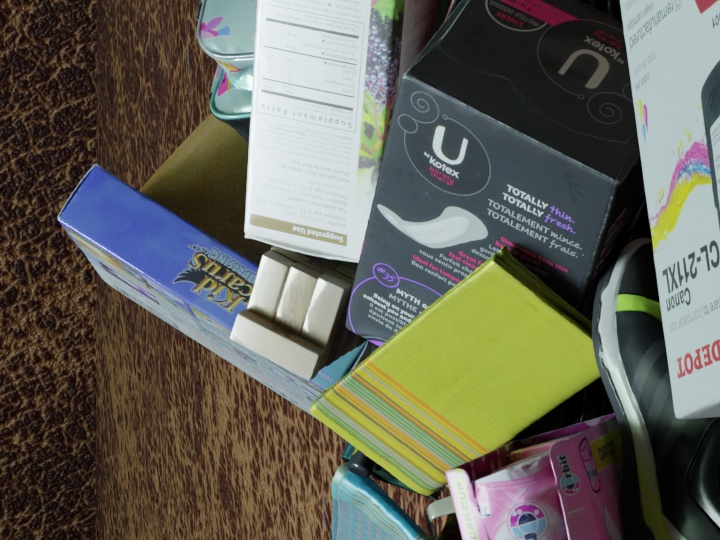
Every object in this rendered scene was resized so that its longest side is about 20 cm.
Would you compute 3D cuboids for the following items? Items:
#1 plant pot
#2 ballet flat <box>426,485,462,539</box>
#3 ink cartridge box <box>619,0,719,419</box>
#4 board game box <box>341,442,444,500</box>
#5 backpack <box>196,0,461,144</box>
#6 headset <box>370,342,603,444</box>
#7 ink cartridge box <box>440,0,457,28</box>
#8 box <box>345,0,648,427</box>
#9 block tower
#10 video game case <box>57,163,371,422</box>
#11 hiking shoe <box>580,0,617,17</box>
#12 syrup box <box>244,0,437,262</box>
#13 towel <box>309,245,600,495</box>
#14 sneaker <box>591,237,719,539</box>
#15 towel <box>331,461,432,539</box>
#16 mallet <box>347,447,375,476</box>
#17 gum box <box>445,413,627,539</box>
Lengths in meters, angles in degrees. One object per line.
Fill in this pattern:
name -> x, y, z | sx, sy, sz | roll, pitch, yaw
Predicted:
plant pot -> -0.020, -0.074, 1.537 | 0.200, 0.186, 0.186 | -58, 11, -8
ballet flat -> 0.076, 0.135, 1.473 | 0.067, 0.067, 0.200 | -110, 21, -45
ink cartridge box -> 0.175, -0.048, 0.958 | 0.146, 0.083, 0.200 | 138, 128, -73
board game box -> 0.051, 0.073, 1.477 | 0.135, 0.028, 0.200 | -58, 9, -6
backpack -> 0.002, -0.168, 1.408 | 0.153, 0.176, 0.200 | 53, -139, -48
headset -> 0.078, 0.084, 1.348 | 0.094, 0.123, 0.200 | 167, 83, -78
ink cartridge box -> 0.064, -0.229, 1.251 | 0.162, 0.050, 0.200 | -64, -2, -49
box -> 0.080, -0.036, 1.212 | 0.106, 0.122, 0.200 | -53, -15, -37
block tower -> 0.000, 0.000, 1.364 | 0.200, 0.054, 0.058 | -34, -34, -60
video game case -> -0.081, 0.023, 1.473 | 0.045, 0.200, 0.181 | -57, -9, -8
hiking shoe -> 0.092, -0.130, 1.305 | 0.101, 0.076, 0.200 | -128, 35, -62
syrup box -> -0.008, -0.113, 1.273 | 0.079, 0.081, 0.200 | -46, -37, -60
towel -> 0.052, 0.056, 1.231 | 0.200, 0.086, 0.018 | -42, 15, 52
sneaker -> 0.168, 0.067, 1.115 | 0.083, 0.072, 0.200 | -31, 53, 37
towel -> 0.048, 0.225, 1.506 | 0.200, 0.022, 0.147 | 45, 152, 25
mallet -> 0.037, 0.038, 1.482 | 0.200, 0.041, 0.066 | -63, 8, -12
gum box -> 0.102, 0.136, 1.143 | 0.200, 0.066, 0.114 | -3, -103, -76
